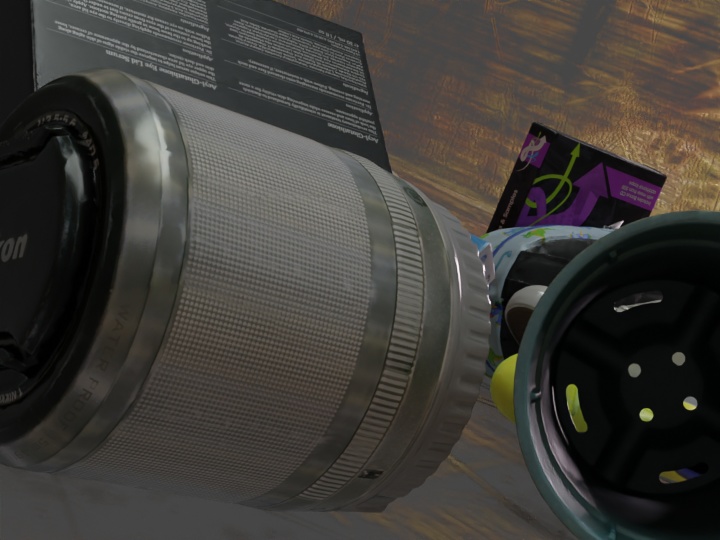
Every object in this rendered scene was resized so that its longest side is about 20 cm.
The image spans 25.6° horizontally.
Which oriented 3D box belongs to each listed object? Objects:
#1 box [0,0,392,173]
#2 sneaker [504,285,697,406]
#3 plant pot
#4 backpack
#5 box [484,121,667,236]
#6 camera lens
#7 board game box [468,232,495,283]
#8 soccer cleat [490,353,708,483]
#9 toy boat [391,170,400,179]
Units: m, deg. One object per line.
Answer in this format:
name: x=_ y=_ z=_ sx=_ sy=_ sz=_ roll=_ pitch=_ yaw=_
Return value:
box: x=-0.088 y=-0.077 z=0.796 sx=0.199 sy=0.079 sz=0.142 roll=16 pitch=43 yaw=-30
sneaker: x=0.189 y=0.047 z=1.173 sx=0.199 sy=0.085 sz=0.073 roll=31 pitch=-26 yaw=-28
plant pot: x=0.190 y=0.071 z=0.947 sx=0.199 sy=0.202 sz=0.196 roll=23 pitch=0 yaw=5
backpack: x=0.162 y=0.036 z=1.252 sx=0.199 sy=0.165 sz=0.153 roll=5 pitch=9 yaw=-45
box: x=0.165 y=-0.010 z=1.340 sx=0.142 sy=0.201 sz=0.036 roll=15 pitch=13 yaw=-37
camera lens: x=-0.064 y=0.014 z=0.666 sx=0.199 sy=0.161 sz=0.160 roll=16 pitch=10 yaw=-37
board game box: x=-0.033 y=-0.003 z=1.009 sx=0.199 sy=0.134 sz=0.034 roll=28 pitch=-31 yaw=31
soccer cleat: x=0.184 y=0.102 z=1.103 sx=0.199 sy=0.065 sz=0.084 roll=22 pitch=-7 yaw=-22
toy boat: x=-0.031 y=-0.024 z=1.277 sx=0.199 sy=0.131 sz=0.131 roll=29 pitch=-19 yaw=40
